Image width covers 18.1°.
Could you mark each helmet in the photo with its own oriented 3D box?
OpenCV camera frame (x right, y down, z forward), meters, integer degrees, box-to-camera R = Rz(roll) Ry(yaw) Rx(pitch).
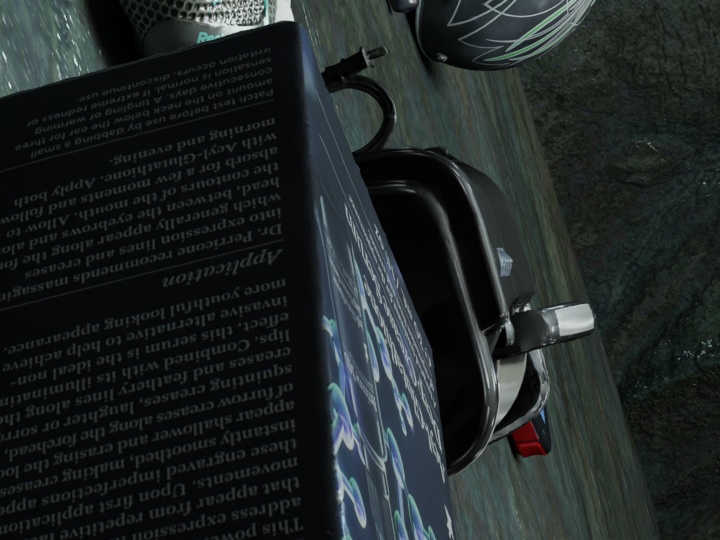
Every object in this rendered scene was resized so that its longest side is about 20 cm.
[{"bbox_3d":[0.120,-0.274,1.969,0.191,0.200,0.200,60,1,28],"label":"helmet"}]

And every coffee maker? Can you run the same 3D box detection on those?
[{"bbox_3d":[0.000,0.000,0.980,0.192,0.135,0.200,53,6,6],"label":"coffee maker"}]

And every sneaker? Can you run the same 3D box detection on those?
[{"bbox_3d":[-0.065,-0.144,0.912,0.091,0.077,0.200,61,15,-45],"label":"sneaker"}]

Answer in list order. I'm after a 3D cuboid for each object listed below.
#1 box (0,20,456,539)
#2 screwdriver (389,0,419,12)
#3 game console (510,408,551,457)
[{"bbox_3d":[-0.039,0.059,0.616,0.149,0.107,0.200,67,12,-45],"label":"box"},{"bbox_3d":[0.017,-0.305,1.820,0.029,0.028,0.201,-3,80,-52],"label":"screwdriver"},{"bbox_3d":[0.119,0.042,1.898,0.200,0.031,0.177,-93,165,-56],"label":"game console"}]
